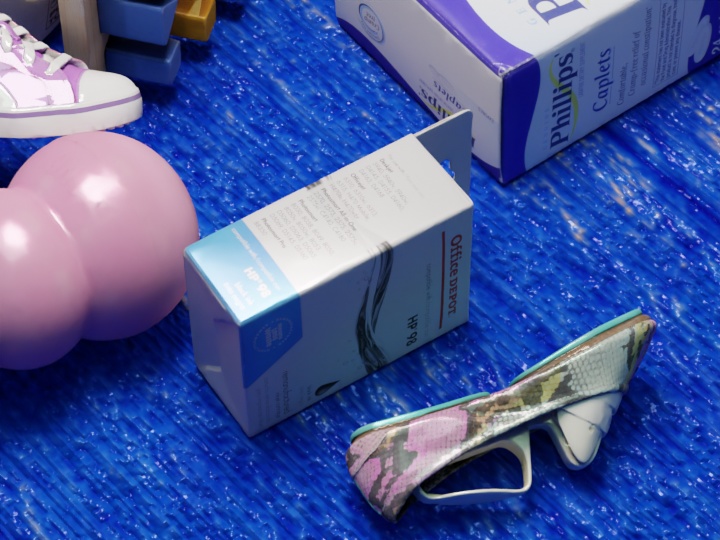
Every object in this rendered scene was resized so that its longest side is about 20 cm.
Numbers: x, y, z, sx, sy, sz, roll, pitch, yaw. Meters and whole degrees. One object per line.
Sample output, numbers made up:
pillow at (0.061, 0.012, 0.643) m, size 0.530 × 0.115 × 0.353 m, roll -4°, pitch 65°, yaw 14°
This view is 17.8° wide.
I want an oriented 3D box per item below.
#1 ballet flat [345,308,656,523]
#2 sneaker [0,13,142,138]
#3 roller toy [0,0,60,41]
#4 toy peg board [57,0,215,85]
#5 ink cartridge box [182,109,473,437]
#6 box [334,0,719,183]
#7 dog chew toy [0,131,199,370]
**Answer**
ballet flat at (0.090, 0.091, 1.322) m, size 0.199 × 0.069 × 0.071 m, roll -23°, pitch 73°, yaw -11°
sneaker at (-0.228, -0.142, 1.393) m, size 0.199 × 0.115 × 0.073 m, roll 6°, pitch 13°, yaw 2°
roller toy at (-0.272, -0.227, 1.516) m, size 0.181 × 0.140 × 0.201 m, roll -11°, pitch 60°, yaw -17°
toy peg board at (-0.116, -0.226, 1.475) m, size 0.097 × 0.200 × 0.200 m, roll 11°, pitch 53°, yaw 8°
ink cartridge box at (0.000, 0.000, 1.353) m, size 0.199 × 0.116 × 0.067 m, roll -28°, pitch 57°, yaw -19°
box at (0.113, -0.189, 1.504) m, size 0.199 × 0.105 × 0.184 m, roll -31°, pitch 58°, yaw -20°
dog chew toy at (-0.193, 0.000, 1.340) m, size 0.199 × 0.125 × 0.125 m, roll -28°, pitch 56°, yaw -30°
